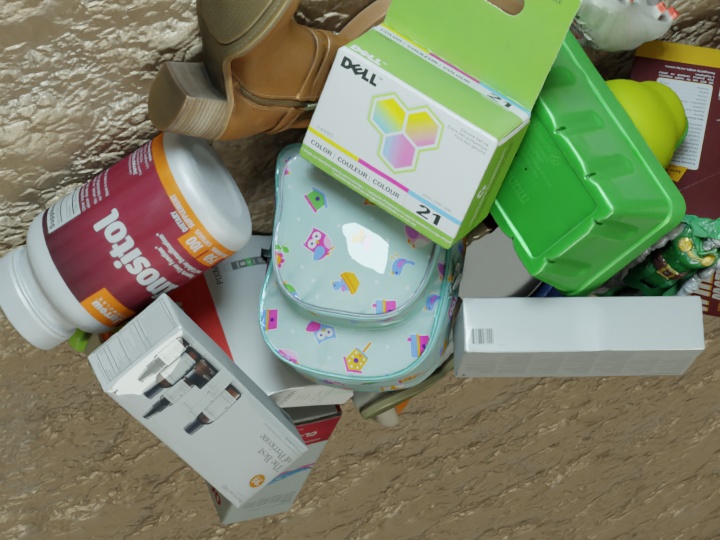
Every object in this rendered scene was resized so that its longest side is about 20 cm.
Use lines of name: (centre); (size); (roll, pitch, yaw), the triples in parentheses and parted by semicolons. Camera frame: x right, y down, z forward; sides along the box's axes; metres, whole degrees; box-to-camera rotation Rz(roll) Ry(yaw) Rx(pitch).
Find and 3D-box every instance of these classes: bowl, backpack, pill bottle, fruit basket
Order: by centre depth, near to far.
pill bottle: (-0.197, -0.021, 1.423); (0.199, 0.114, 0.113); (-32, 152, 13)
fruit basket: (0.182, -0.097, 1.449); (0.155, 0.217, 0.215); (-40, 149, 27)
backpack: (0.000, 0.000, 1.463); (0.174, 0.203, 0.153); (7, 177, 6)
bowl: (0.114, -0.016, 1.667); (0.198, 0.039, 0.203); (-4, 119, -8)

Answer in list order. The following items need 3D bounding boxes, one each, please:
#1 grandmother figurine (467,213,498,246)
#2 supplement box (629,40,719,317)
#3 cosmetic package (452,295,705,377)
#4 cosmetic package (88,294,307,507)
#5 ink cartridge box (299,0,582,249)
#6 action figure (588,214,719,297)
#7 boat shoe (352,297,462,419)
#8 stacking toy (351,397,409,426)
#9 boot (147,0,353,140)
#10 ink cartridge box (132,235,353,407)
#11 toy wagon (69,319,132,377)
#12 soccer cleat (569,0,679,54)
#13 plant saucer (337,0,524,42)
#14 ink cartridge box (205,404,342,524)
grandmother figurine: (0.098, -0.073, 1.562); (0.198, 0.123, 0.061); (-16, 154, 13)
supplement box: (0.327, -0.076, 1.577); (0.195, 0.202, 0.133); (10, 155, 12)
cosmetic package: (0.179, 0.055, 1.454); (0.197, 0.051, 0.083); (0, 160, -4)
cosmetic package: (-0.131, 0.112, 1.446); (0.082, 0.051, 0.200); (-38, 133, 4)
ink cartridge box: (0.057, -0.144, 1.325); (0.076, 0.147, 0.201); (-39, 157, -53)
action figure: (0.249, -0.001, 1.484); (0.117, 0.055, 0.200); (28, 147, -15)
boat shoe: (0.045, 0.075, 1.586); (0.074, 0.069, 0.200); (-28, -179, 32)
stacking toy: (0.054, 0.047, 1.762); (0.199, 0.146, 0.146); (-37, 154, -9)
boot: (-0.058, -0.175, 1.326); (0.154, 0.074, 0.200); (-4, 150, -43)
ink cartridge box: (-0.105, 0.045, 1.560); (0.198, 0.162, 0.050); (1, 146, -40)
toy wagon: (-0.171, 0.091, 1.599); (0.040, 0.155, 0.200); (-57, 164, 15)
soccer cleat: (0.194, -0.220, 1.448); (0.077, 0.070, 0.199); (-35, 154, 26)
plant saucer: (0.059, -0.172, 1.458); (0.198, 0.033, 0.201); (-19, 153, -10)
ink cartridge box: (-0.104, 0.141, 1.746); (0.082, 0.147, 0.201); (-10, 149, -27)
